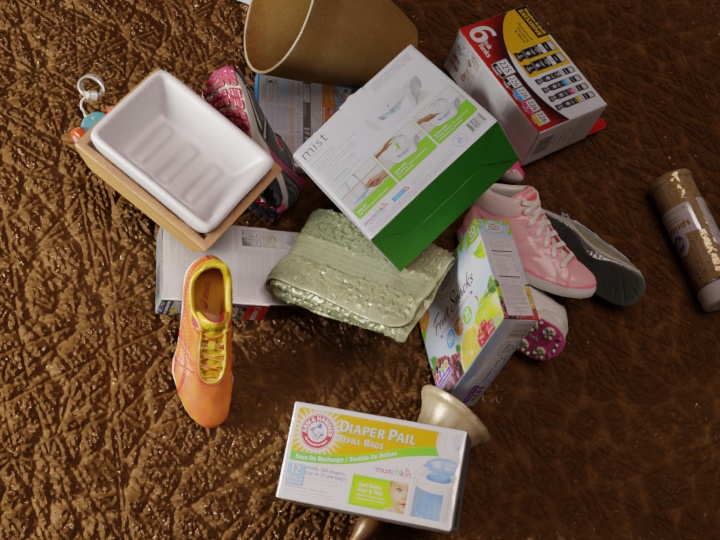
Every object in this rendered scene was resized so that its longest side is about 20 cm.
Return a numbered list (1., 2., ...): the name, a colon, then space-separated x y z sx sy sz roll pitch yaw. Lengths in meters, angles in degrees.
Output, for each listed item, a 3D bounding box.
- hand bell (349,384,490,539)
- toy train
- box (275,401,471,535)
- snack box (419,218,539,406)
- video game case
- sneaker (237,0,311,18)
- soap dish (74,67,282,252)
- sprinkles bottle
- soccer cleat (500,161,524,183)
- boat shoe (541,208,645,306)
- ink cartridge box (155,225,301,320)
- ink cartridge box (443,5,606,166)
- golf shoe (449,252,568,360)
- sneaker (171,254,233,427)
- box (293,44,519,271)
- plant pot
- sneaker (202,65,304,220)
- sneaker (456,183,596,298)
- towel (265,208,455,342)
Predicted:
1. hand bell: 0.054 0.244 1.430 0.104 0.104 0.200 40 72 4
2. toy train: -0.270 -0.172 1.538 0.199 0.056 0.151 12 60 -16
3. box: 0.017 0.222 1.355 0.199 0.101 0.113 8 77 10
4. snack box: 0.137 0.054 1.457 0.053 0.200 0.143 3 53 -20
5. video game case: -0.046 -0.192 1.640 0.199 0.018 0.144 7 62 -15
6. sneaker: -0.119 -0.410 1.682 0.199 0.090 0.070 15 61 -10
7. soap dish: -0.219 -0.128 1.453 0.200 0.081 0.158 39 58 0
8. sprinkles bottle: 0.477 -0.044 1.710 0.068 0.068 0.201 -11 68 -23
9. soccer cleat: 0.133 -0.171 1.669 0.200 0.070 0.086 39 90 -7
10. boat shoe: 0.297 -0.024 1.646 0.201 0.075 0.065 29 22 0
11. ink cartridge box: -0.151 0.003 1.490 0.199 0.050 0.110 5 63 -17
12. ink cartridge box: 0.249 -0.274 1.731 0.175 0.084 0.200 -25 69 -27
13. golf shoe: 0.185 0.036 1.582 0.200 0.075 0.092 36 37 3
14. sneaker: -0.181 0.084 1.396 0.072 0.077 0.202 -4 94 -16
15. box: 0.051 -0.136 1.432 0.200 0.097 0.177 -44 55 0
16. plant pot: -0.028 -0.326 1.635 0.199 0.186 0.188 16 58 -33
17. sneaker: -0.137 -0.167 1.532 0.075 0.080 0.201 -43 123 -40
18. sneaker: 0.230 -0.046 1.581 0.199 0.105 0.075 28 26 14
19. towel: 0.000 0.000 1.452 0.199 0.037 0.149 19 55 20
